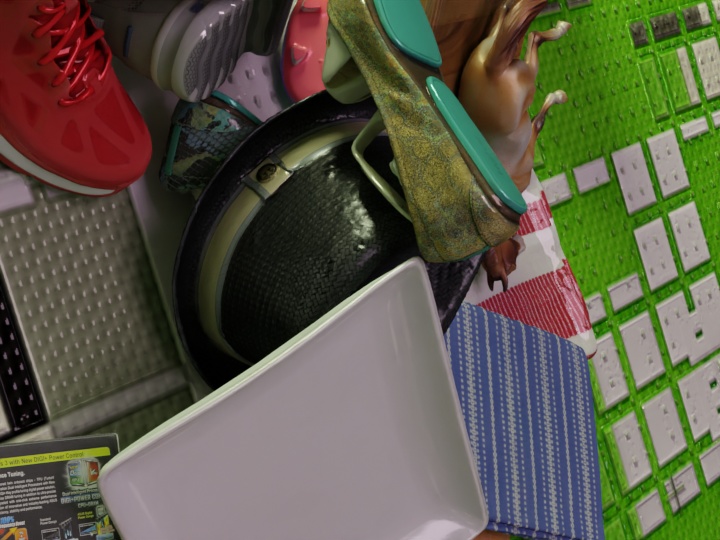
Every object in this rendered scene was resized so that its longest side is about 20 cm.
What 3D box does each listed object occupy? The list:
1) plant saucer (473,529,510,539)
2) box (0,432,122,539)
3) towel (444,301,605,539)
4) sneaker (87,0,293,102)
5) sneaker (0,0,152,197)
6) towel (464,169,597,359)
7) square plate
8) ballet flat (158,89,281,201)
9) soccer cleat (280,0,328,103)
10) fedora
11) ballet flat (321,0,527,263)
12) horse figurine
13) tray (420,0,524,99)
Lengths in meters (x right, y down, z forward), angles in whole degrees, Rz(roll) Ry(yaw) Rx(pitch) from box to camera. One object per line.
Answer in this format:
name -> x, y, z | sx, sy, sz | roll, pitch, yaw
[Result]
plant saucer -> 0.032, 0.143, 1.054 | 0.200, 0.032, 0.201 | 19, 65, -48
box -> -0.184, 0.160, 0.773 | 0.200, 0.044, 0.161 | -1, 80, -51
towel -> 0.091, 0.099, 1.103 | 0.200, 0.024, 0.145 | 20, 62, -48
sneaker -> -0.085, -0.159, 0.963 | 0.200, 0.082, 0.075 | -49, 161, -64
sneaker -> -0.149, -0.116, 0.838 | 0.200, 0.115, 0.079 | 43, 50, -33
towel -> 0.092, -0.016, 1.172 | 0.144, 0.023, 0.201 | -22, 93, -51
square plate -> -0.030, 0.115, 0.896 | 0.200, 0.028, 0.199 | -34, 131, -22
ballet flat -> -0.041, -0.036, 1.001 | 0.200, 0.074, 0.075 | 29, 58, -41
soccer cleat -> -0.002, -0.185, 1.087 | 0.066, 0.076, 0.201 | 17, 76, -6
fedora -> 0.000, 0.000, 0.943 | 0.200, 0.092, 0.201 | -17, 121, -32
ballet flat -> 0.017, -0.091, 0.898 | 0.071, 0.071, 0.200 | 5, 53, -50
horse figurine -> 0.098, -0.102, 1.111 | 0.133, 0.050, 0.200 | -55, 154, -39
tray -> 0.062, -0.151, 1.102 | 0.200, 0.037, 0.099 | -26, 130, -64
